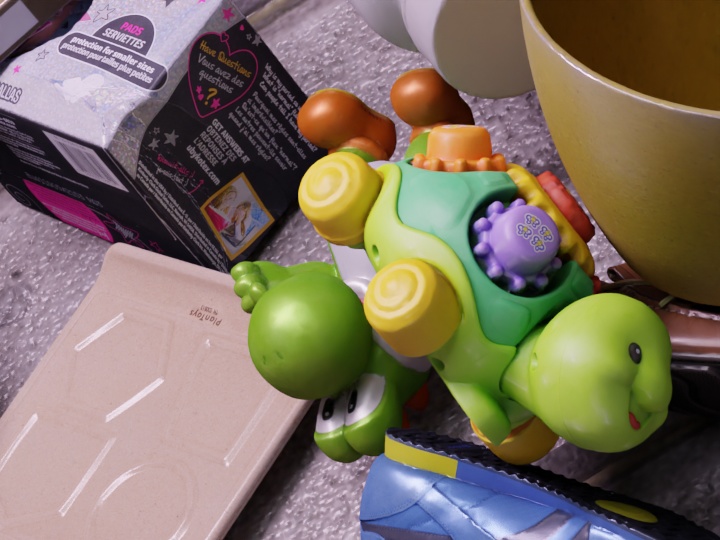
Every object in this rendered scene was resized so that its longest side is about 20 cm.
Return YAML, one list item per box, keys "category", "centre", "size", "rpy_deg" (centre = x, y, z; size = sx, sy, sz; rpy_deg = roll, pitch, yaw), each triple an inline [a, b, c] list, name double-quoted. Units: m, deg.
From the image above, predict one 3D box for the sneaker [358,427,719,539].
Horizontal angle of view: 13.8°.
- category: "sneaker"
  centre: [0.085, 0.133, 1.352]
  size: [0.200, 0.066, 0.079]
  rpy_deg: [16, 94, 34]

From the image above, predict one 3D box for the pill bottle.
- category: "pill bottle"
  centre: [0.035, -0.172, 1.461]
  size: [0.114, 0.114, 0.200]
  rpy_deg: [-37, 42, 1]

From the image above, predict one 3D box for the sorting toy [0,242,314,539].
- category: "sorting toy"
  centre: [-0.115, 0.091, 1.540]
  size: [0.185, 0.036, 0.200]
  rpy_deg: [16, 69, 42]

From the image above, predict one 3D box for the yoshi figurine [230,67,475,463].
- category: "yoshi figurine"
  centre: [-0.005, -0.008, 1.462]
  size: [0.112, 0.112, 0.200]
  rpy_deg: [11, 61, -6]

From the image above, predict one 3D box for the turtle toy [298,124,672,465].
- category: "turtle toy"
  centre: [0.067, 0.013, 1.325]
  size: [0.101, 0.146, 0.200]
  rpy_deg: [-37, 48, 6]

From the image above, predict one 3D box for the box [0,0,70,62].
- category: "box"
  centre: [-0.231, -0.170, 1.657]
  size: [0.121, 0.032, 0.200]
  rpy_deg: [-42, 36, -2]

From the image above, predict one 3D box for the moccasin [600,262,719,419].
- category: "moccasin"
  centre: [0.137, 0.023, 1.398]
  size: [0.201, 0.074, 0.078]
  rpy_deg: [5, 66, 49]

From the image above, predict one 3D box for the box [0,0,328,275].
- category: "box"
  centre: [-0.135, -0.096, 1.637]
  size: [0.200, 0.132, 0.115]
  rpy_deg: [21, 67, 45]

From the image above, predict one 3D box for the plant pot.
- category: "plant pot"
  centre: [0.169, -0.069, 1.325]
  size: [0.200, 0.142, 0.200]
  rpy_deg: [-1, 39, 1]
